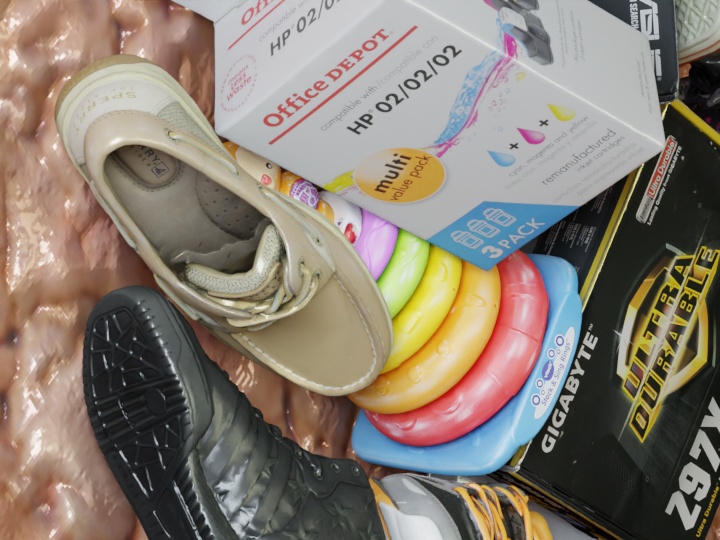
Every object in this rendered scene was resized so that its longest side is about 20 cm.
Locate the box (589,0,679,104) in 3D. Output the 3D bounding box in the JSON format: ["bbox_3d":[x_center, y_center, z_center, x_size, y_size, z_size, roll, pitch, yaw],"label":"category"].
[{"bbox_3d":[0.059,-0.168,1.182,0.044,0.159,0.201,-114,-161,-74],"label":"box"}]

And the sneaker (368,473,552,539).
[{"bbox_3d":[0.047,0.126,1.202,0.200,0.077,0.079,52,17,-79],"label":"sneaker"}]

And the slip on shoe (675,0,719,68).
[{"bbox_3d":[0.144,-0.127,1.282,0.061,0.200,0.074,-12,90,-27],"label":"slip on shoe"}]

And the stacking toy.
[{"bbox_3d":[0.000,0.000,1.175,0.200,0.110,0.116,40,64,-37],"label":"stacking toy"}]

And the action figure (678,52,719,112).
[{"bbox_3d":[0.165,-0.152,1.391,0.119,0.102,0.201,-38,108,-51],"label":"action figure"}]

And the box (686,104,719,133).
[{"bbox_3d":[0.230,0.012,1.478,0.115,0.132,0.201,26,72,-51],"label":"box"}]

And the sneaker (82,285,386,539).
[{"bbox_3d":[-0.042,0.095,1.095,0.104,0.060,0.201,-17,84,-50],"label":"sneaker"}]

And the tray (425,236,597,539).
[{"bbox_3d":[0.081,0.045,1.322,0.107,0.022,0.201,1,94,-21],"label":"tray"}]

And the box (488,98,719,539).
[{"bbox_3d":[0.143,0.033,1.293,0.160,0.049,0.201,34,75,-45],"label":"box"}]

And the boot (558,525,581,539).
[{"bbox_3d":[0.107,0.241,1.385,0.176,0.066,0.200,-70,146,-42],"label":"boot"}]

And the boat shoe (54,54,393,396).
[{"bbox_3d":[-0.051,-0.004,1.074,0.200,0.072,0.065,48,10,-35],"label":"boat shoe"}]

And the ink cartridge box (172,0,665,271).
[{"bbox_3d":[0.017,-0.087,1.096,0.200,0.115,0.068,26,44,-32],"label":"ink cartridge box"}]
